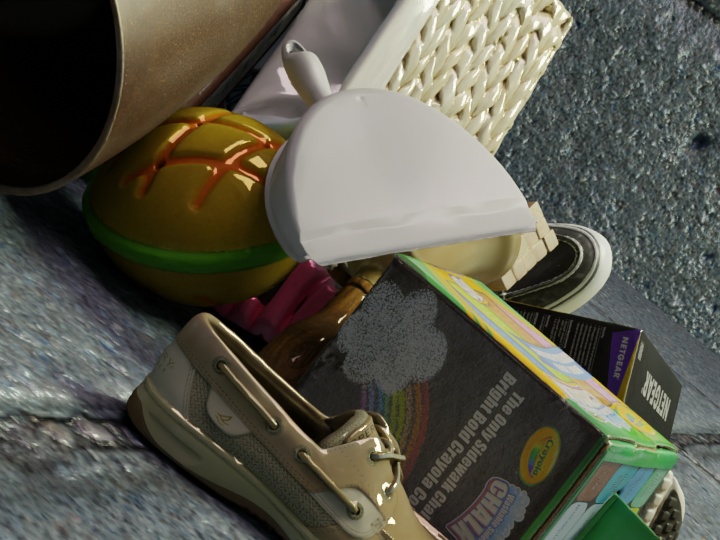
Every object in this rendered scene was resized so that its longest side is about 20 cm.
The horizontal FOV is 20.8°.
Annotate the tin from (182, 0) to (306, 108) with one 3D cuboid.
[{"bbox_3d":[-0.102,-0.133,1.306,0.042,0.200,0.112,40,-14,2],"label":"tin"}]

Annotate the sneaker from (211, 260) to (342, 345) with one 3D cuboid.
[{"bbox_3d":[-0.031,0.032,1.199,0.200,0.079,0.095,41,-12,18],"label":"sneaker"}]

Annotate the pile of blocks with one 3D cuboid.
[{"bbox_3d":[0.055,-0.038,1.325,0.062,0.082,0.200,64,-14,-19],"label":"pile of blocks"}]

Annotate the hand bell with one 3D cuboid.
[{"bbox_3d":[-0.004,0.017,1.084,0.104,0.104,0.200,38,48,8],"label":"hand bell"}]

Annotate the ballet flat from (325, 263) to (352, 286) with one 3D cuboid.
[{"bbox_3d":[0.000,0.000,1.270,0.071,0.071,0.200,43,-10,33],"label":"ballet flat"}]

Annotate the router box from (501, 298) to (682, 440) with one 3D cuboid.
[{"bbox_3d":[0.123,0.066,1.318,0.157,0.052,0.200,12,-10,19],"label":"router box"}]

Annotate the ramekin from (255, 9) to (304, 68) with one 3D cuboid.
[{"bbox_3d":[0.004,-0.112,1.487,0.200,0.098,0.200,12,-15,3],"label":"ramekin"}]

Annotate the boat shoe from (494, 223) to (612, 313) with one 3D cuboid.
[{"bbox_3d":[0.076,0.001,1.393,0.200,0.072,0.068,-7,-18,23],"label":"boat shoe"}]

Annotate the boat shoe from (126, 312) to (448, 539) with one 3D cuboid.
[{"bbox_3d":[-0.011,0.096,0.911,0.200,0.065,0.072,36,9,-5],"label":"boat shoe"}]

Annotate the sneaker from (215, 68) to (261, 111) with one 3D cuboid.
[{"bbox_3d":[-0.045,-0.055,1.369,0.200,0.095,0.079,54,11,3],"label":"sneaker"}]

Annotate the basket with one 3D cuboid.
[{"bbox_3d":[0.028,-0.131,1.296,0.123,0.200,0.135,43,-23,-26],"label":"basket"}]

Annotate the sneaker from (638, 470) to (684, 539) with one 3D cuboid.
[{"bbox_3d":[0.128,0.125,1.285,0.200,0.075,0.081,31,0,-22],"label":"sneaker"}]

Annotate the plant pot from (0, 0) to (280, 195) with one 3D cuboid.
[{"bbox_3d":[-0.137,-0.158,1.095,0.187,0.187,0.200,40,36,18],"label":"plant pot"}]

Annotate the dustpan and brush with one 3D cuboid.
[{"bbox_3d":[-0.003,-0.072,1.088,0.139,0.057,0.200,-9,55,-22],"label":"dustpan and brush"}]

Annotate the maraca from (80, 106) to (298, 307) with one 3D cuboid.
[{"bbox_3d":[-0.098,-0.046,1.139,0.137,0.107,0.200,-9,28,-23],"label":"maraca"}]

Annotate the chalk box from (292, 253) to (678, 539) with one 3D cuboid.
[{"bbox_3d":[0.075,0.104,1.018,0.200,0.124,0.124,42,11,24],"label":"chalk box"}]
